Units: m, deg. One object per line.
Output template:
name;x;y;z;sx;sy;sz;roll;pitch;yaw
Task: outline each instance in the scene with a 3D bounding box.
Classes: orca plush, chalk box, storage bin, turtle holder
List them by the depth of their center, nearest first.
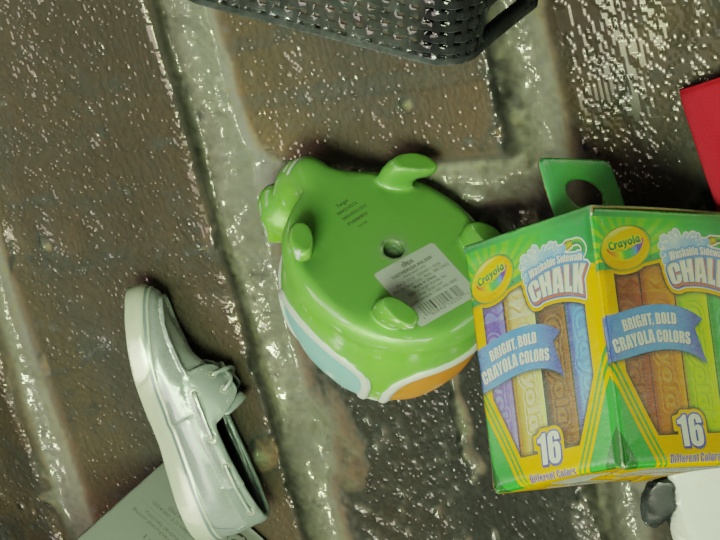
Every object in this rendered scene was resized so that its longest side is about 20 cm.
storage bin;0.002;-0.208;1.331;0.199;0.135;0.094;18;123;22
chalk box;0.151;0.027;1.340;0.124;0.124;0.201;-17;77;52
orca plush;0.246;0.157;1.433;0.105;0.071;0.201;-26;107;15
turtle holder;-0.001;0.009;1.450;0.185;0.141;0.132;22;142;9

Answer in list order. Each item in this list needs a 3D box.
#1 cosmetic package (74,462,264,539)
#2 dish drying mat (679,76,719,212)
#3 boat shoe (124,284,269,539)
cosmetic package;-0.169;0.288;1.680;0.165;0.165;0.200;42;128;6
dish drying mat;0.258;-0.026;1.332;0.077;0.018;0.201;-18;96;36
boat shoe;-0.117;0.100;1.619;0.071;0.070;0.202;-16;101;10
